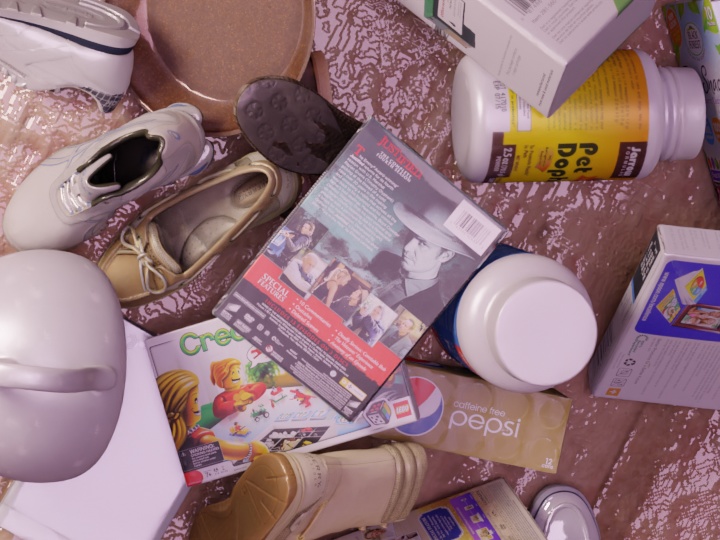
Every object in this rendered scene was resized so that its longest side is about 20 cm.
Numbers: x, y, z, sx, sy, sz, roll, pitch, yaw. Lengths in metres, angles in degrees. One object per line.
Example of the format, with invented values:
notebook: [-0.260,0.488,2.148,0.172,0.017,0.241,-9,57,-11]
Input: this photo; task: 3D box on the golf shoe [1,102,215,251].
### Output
golf shoe: [-0.217,-0.073,1.532,0.200,0.097,0.079,-30,89,18]

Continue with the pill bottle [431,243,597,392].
pill bottle: [0.125,0.039,1.559,0.112,0.200,0.113,-1,95,-8]

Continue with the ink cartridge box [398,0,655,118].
ink cartridge box: [0.124,-0.245,1.543,0.200,0.084,0.146,40,65,13]

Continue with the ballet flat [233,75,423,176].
ballet flat: [-0.026,-0.105,1.530,0.199,0.046,0.068,21,105,-38]

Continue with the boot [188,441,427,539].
boot: [-0.046,0.203,1.591,0.155,0.200,0.073,-5,58,-35]

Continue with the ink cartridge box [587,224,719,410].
ink cartridge box: [0.314,0.047,1.606,0.199,0.199,0.044,8,49,-9]

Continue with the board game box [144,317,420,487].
board game box: [-0.064,0.088,1.566,0.199,0.035,0.127,-17,91,5]

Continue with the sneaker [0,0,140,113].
sneaker: [-0.280,-0.189,1.548,0.199,0.076,0.081,20,121,-1]

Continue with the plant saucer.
plant saucer: [-0.116,-0.209,1.547,0.200,0.037,0.201,5,101,26]

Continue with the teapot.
teapot: [-0.278,0.074,1.492,0.146,0.198,0.200,5,135,-32]

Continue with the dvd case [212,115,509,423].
dvd case: [0.000,0.000,1.518,0.146,0.022,0.200,38,95,-9]

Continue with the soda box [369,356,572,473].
soda box: [0.073,0.116,1.626,0.199,0.064,0.068,12,93,-10]

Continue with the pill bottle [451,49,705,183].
pill bottle: [0.181,-0.129,1.600,0.199,0.109,0.110,-2,95,-8]

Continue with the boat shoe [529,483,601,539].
boat shoe: [0.181,0.287,1.655,0.073,0.067,0.201,-3,95,-9]

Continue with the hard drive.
hard drive: [-0.201,0.153,1.607,0.132,0.026,0.201,30,90,-10]

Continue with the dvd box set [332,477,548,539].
dvd box set: [0.057,0.252,1.589,0.199,0.146,0.030,-19,120,-11]

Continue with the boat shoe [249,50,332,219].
boat shoe: [-0.053,-0.081,1.589,0.070,0.070,0.201,-8,87,-16]

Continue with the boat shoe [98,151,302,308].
boat shoe: [-0.140,-0.032,1.554,0.200,0.063,0.073,-28,88,19]

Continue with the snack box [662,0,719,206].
snack box: [0.320,-0.135,1.604,0.053,0.142,0.201,-18,97,-6]
